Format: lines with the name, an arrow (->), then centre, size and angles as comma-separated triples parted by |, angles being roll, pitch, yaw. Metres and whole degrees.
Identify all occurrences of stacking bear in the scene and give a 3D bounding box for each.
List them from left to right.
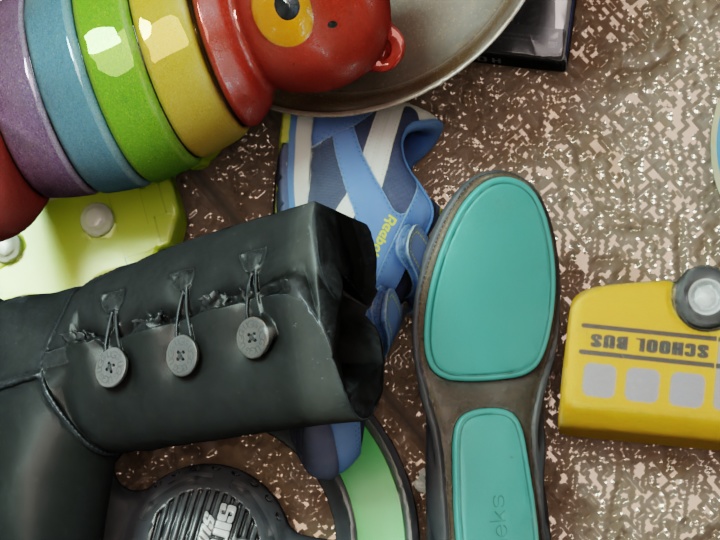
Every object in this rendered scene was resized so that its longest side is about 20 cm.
stacking bear -> -0.083, -0.097, 1.126 | 0.199, 0.114, 0.122 | -16, 86, 10

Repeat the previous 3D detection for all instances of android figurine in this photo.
android figurine -> -0.157, -0.058, 1.224 | 0.181, 0.041, 0.201 | -14, 77, 1

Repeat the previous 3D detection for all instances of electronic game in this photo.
electronic game -> -0.071, 0.130, 1.188 | 0.199, 0.042, 0.201 | -1, 79, 4

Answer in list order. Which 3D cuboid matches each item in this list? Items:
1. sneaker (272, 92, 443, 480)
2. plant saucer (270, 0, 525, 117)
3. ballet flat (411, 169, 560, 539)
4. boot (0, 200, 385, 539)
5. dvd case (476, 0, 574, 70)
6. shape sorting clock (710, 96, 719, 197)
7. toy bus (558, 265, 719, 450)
sneaker -> 0.000, 0.000, 1.177 | 0.082, 0.074, 0.201 | 4, 65, -6
plant saucer -> -0.001, -0.163, 1.191 | 0.199, 0.032, 0.201 | -5, 74, 18
ballet flat -> 0.055, 0.056, 1.177 | 0.073, 0.073, 0.201 | 0, 87, 4
boot -> -0.078, 0.071, 1.115 | 0.199, 0.066, 0.165 | -14, 84, 24
dvd case -> 0.039, -0.204, 1.245 | 0.150, 0.025, 0.201 | 7, 79, 6
shape sorting clock -> 0.259, -0.068, 1.168 | 0.199, 0.039, 0.200 | -12, 47, 14
toy bus -> 0.193, 0.045, 1.173 | 0.199, 0.065, 0.079 | 5, 80, 5
